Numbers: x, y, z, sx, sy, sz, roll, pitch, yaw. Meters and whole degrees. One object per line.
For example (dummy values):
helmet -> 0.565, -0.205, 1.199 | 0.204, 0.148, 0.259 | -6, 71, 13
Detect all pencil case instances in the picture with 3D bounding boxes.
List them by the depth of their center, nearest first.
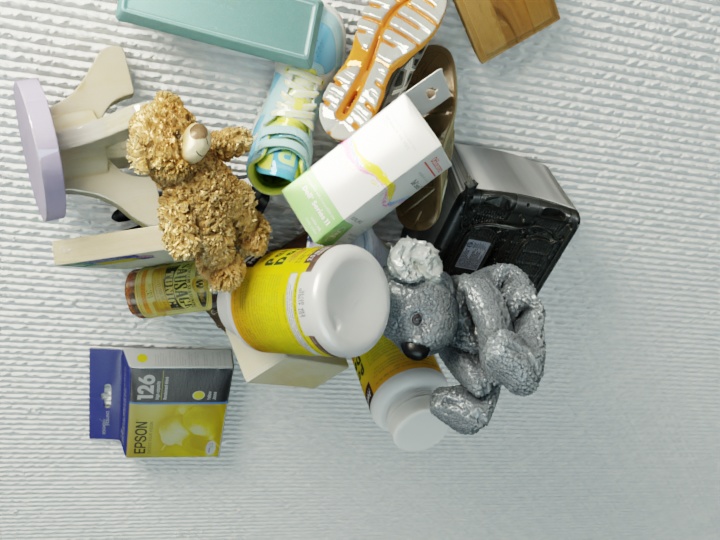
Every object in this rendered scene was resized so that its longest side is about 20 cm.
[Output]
pencil case -> 0.000, 0.000, 0.984 | 0.093, 0.082, 0.200 | -67, 158, -7

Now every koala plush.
koala plush -> 0.090, 0.051, 0.906 | 0.196, 0.187, 0.178 | 22, 142, -10

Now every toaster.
toaster -> 0.159, -0.052, 1.006 | 0.176, 0.120, 0.203 | 7, 129, -21

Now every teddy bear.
teddy bear -> -0.142, -0.072, 0.759 | 0.144, 0.066, 0.205 | -36, 126, -38

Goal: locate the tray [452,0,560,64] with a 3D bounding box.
tray -> 0.131, -0.323, 0.821 | 0.097, 0.038, 0.201 | -27, 132, 9

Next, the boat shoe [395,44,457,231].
boat shoe -> 0.073, -0.151, 0.913 | 0.069, 0.064, 0.206 | 9, 101, 11

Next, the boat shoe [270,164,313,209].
boat shoe -> -0.014, -0.114, 0.947 | 0.195, 0.072, 0.064 | -9, 119, -25

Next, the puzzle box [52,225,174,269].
puzzle box -> -0.234, -0.024, 0.879 | 0.129, 0.200, 0.026 | -8, 89, 3

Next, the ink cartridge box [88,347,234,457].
ink cartridge box -> -0.291, 0.195, 1.154 | 0.194, 0.048, 0.201 | 1, 131, -18

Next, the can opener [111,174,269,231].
can opener -> -0.198, -0.076, 0.937 | 0.194, 0.065, 0.079 | -10, 160, 7

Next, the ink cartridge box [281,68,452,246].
ink cartridge box -> 0.027, -0.109, 0.827 | 0.198, 0.068, 0.117 | -37, 171, 9

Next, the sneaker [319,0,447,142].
sneaker -> 0.026, -0.219, 0.841 | 0.202, 0.078, 0.077 | -55, 163, -1

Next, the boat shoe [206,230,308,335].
boat shoe -> -0.122, 0.007, 1.017 | 0.074, 0.075, 0.202 | 39, 109, -24

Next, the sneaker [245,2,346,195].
sneaker -> -0.065, -0.166, 0.837 | 0.078, 0.132, 0.203 | 15, 126, -14

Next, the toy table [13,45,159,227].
toy table -> -0.271, -0.123, 0.795 | 0.115, 0.199, 0.189 | -14, 102, -25

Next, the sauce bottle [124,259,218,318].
sauce bottle -> -0.191, 0.016, 0.980 | 0.195, 0.067, 0.067 | -10, 134, 14

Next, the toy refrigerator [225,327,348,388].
toy refrigerator -> -0.093, 0.104, 1.045 | 0.069, 0.077, 0.199 | -31, 161, 13

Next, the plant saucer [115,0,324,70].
plant saucer -> -0.135, -0.255, 0.776 | 0.195, 0.019, 0.072 | 12, 91, -12

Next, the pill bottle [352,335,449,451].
pill bottle -> 0.051, 0.137, 1.070 | 0.106, 0.202, 0.111 | -10, 132, -12

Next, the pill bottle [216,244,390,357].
pill bottle -> -0.068, 0.033, 0.845 | 0.197, 0.112, 0.109 | -3, 149, 47
